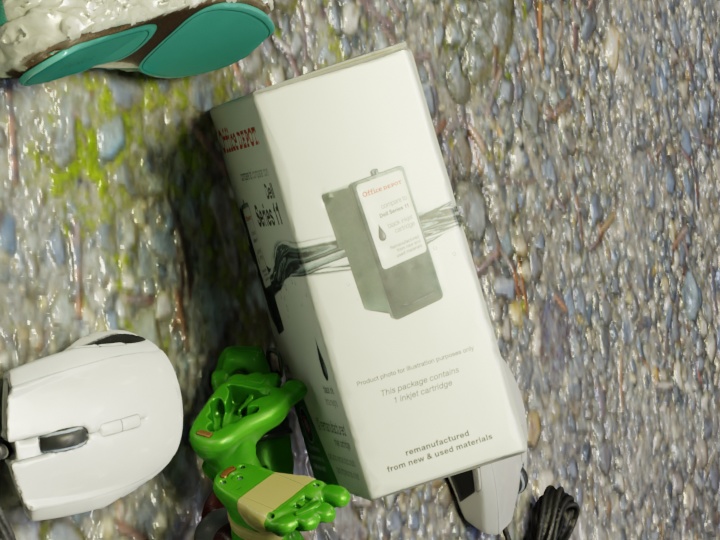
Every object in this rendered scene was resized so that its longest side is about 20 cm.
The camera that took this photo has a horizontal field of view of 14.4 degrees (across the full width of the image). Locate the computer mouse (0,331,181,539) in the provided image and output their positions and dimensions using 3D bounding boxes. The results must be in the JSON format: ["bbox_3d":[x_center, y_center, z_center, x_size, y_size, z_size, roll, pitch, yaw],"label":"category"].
[{"bbox_3d":[-0.127,0.069,1.249,0.200,0.044,0.110,-22,104,-61],"label":"computer mouse"}]

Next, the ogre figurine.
[{"bbox_3d":[-0.046,0.131,1.344,0.098,0.200,0.120,-17,123,-18],"label":"ogre figurine"}]

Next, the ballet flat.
[{"bbox_3d":[-0.106,-0.128,1.323,0.200,0.071,0.072,-12,95,-62],"label":"ballet flat"}]

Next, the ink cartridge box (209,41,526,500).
[{"bbox_3d":[0.000,0.000,1.380,0.147,0.083,0.201,177,-104,-79],"label":"ink cartridge box"}]

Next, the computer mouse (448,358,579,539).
[{"bbox_3d":[0.080,0.112,1.642,0.201,0.044,0.110,66,34,-31],"label":"computer mouse"}]
